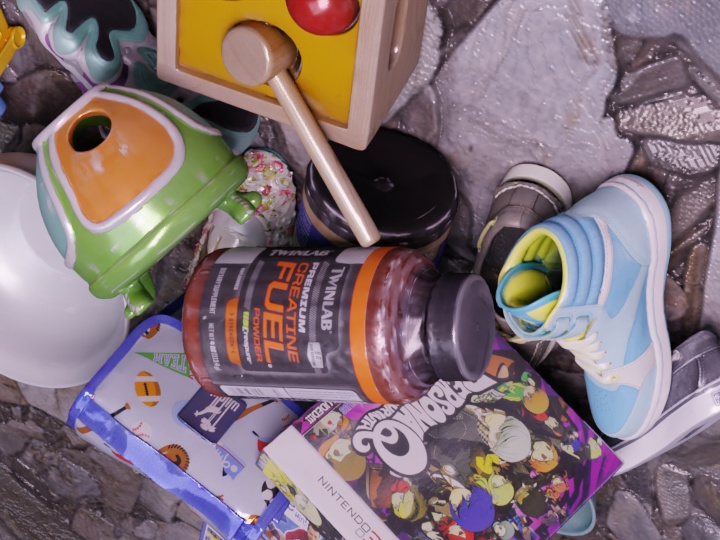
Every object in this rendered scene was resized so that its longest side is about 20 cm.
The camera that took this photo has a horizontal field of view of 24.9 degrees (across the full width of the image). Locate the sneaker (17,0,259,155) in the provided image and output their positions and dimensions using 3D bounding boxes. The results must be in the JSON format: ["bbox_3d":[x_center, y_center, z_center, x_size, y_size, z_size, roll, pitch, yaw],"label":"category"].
[{"bbox_3d":[-0.185,-0.125,1.215,0.200,0.078,0.140,37,138,-7],"label":"sneaker"}]

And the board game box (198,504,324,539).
[{"bbox_3d":[-0.046,0.233,1.355,0.200,0.034,0.136,36,127,27],"label":"board game box"}]

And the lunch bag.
[{"bbox_3d":[-0.114,0.115,1.215,0.170,0.200,0.124,37,106,2],"label":"lunch bag"}]

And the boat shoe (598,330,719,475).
[{"bbox_3d":[0.219,0.101,1.227,0.068,0.071,0.200,62,155,14],"label":"boat shoe"}]

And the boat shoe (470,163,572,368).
[{"bbox_3d":[0.113,0.015,1.203,0.072,0.060,0.202,17,137,15],"label":"boat shoe"}]

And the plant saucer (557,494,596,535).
[{"bbox_3d":[0.113,0.131,1.297,0.200,0.036,0.200,36,158,17],"label":"plant saucer"}]

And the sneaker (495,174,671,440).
[{"bbox_3d":[0.148,0.042,1.127,0.079,0.130,0.201,23,126,48],"label":"sneaker"}]

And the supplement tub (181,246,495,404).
[{"bbox_3d":[-0.013,0.036,1.096,0.199,0.107,0.107,-1,130,26],"label":"supplement tub"}]

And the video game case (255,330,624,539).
[{"bbox_3d":[0.058,0.136,1.149,0.181,0.200,0.036,47,153,10],"label":"video game case"}]

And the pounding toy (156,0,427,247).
[{"bbox_3d":[-0.039,-0.156,1.063,0.183,0.142,0.201,20,138,12],"label":"pounding toy"}]

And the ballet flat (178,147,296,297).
[{"bbox_3d":[-0.100,-0.011,1.298,0.075,0.064,0.200,28,138,4],"label":"ballet flat"}]

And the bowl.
[{"bbox_3d":[-0.247,-0.015,1.267,0.200,0.090,0.202,13,125,19],"label":"bowl"}]

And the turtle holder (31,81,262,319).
[{"bbox_3d":[-0.148,-0.061,1.108,0.141,0.186,0.132,-40,96,20],"label":"turtle holder"}]

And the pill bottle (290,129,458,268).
[{"bbox_3d":[0.000,0.000,1.216,0.111,0.112,0.201,23,138,8],"label":"pill bottle"}]

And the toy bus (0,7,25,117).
[{"bbox_3d":[-0.344,-0.142,1.218,0.135,0.201,0.192,4,140,29],"label":"toy bus"}]
